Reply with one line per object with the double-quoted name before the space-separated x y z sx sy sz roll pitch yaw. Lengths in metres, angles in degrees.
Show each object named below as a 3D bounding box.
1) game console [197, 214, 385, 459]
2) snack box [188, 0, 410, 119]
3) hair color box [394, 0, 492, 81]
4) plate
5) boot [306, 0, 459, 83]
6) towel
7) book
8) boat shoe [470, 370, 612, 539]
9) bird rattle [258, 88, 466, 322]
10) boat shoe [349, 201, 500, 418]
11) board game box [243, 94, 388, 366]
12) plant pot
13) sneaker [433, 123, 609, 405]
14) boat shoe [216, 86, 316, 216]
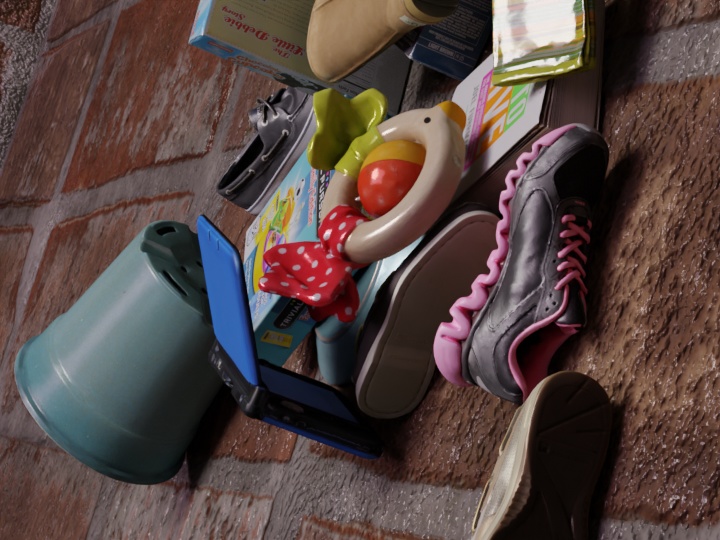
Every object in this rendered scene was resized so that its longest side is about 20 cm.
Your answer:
"game console" -0.059 0.050 1.624 0.200 0.170 0.119 -139 70 -73
"snack box" -0.046 -0.222 1.821 0.037 0.199 0.117 -17 55 62
"hair color box" 0.093 -0.270 1.712 0.201 0.060 0.100 -65 21 12
"plate" 0.000 0.000 1.751 0.200 0.025 0.201 -51 28 40
"boot" 0.023 -0.262 1.704 0.200 0.066 0.176 -18 55 64
"towel" 0.124 -0.233 1.441 0.086 0.018 0.202 -8 80 39
"book" 0.118 -0.120 1.541 0.200 0.048 0.134 139 147 -59
"boat shoe" 0.104 0.162 1.277 0.065 0.072 0.201 145 144 -71
"bird rattle" 0.006 -0.058 1.531 0.162 0.113 0.201 -22 33 40
"boat shoe" 0.046 0.021 1.544 0.202 0.071 0.061 -60 26 31
"board game box" -0.043 -0.032 1.790 0.200 0.047 0.152 -52 26 41
"plant pot" -0.205 0.069 1.995 0.196 0.199 0.201 -51 26 25
"sneaker" 0.129 0.002 1.378 0.095 0.079 0.201 32 103 47
"boat shoe" -0.085 -0.142 2.041 0.200 0.066 0.070 -56 25 35
